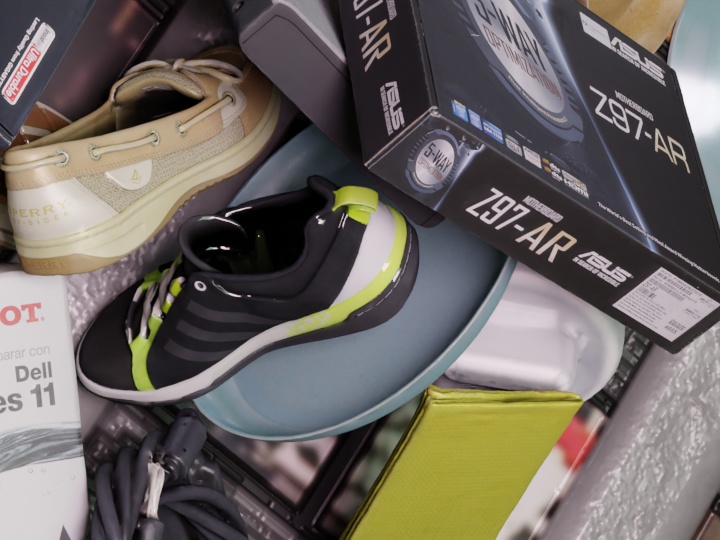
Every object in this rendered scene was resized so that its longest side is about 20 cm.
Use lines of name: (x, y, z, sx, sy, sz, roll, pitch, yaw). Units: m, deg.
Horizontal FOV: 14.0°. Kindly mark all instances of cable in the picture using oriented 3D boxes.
cable: (-0.081, 0.175, 1.374, 0.050, 0.163, 0.201, -4, 111, 13)

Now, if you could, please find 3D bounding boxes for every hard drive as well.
hard drive: (-0.022, -0.117, 1.369, 0.033, 0.200, 0.140, -40, 122, 11)

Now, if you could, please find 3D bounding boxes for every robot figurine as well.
robot figurine: (0.078, -0.008, 1.454, 0.112, 0.170, 0.201, 11, 50, -2)

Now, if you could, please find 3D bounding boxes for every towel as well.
towel: (0.031, 0.123, 1.421, 0.086, 0.200, 0.018, 0, 48, -29)

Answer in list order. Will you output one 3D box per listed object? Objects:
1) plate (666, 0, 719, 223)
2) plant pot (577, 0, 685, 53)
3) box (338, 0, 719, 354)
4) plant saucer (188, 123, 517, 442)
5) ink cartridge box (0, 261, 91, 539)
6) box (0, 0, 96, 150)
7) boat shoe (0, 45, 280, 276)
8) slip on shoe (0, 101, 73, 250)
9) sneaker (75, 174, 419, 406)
plate: (0.256, -0.098, 1.631, 0.199, 0.026, 0.202, -1, 92, -31)
plant pot: (0.141, -0.203, 1.487, 0.200, 0.027, 0.201, -42, 138, -53)
box: (0.077, -0.069, 1.318, 0.200, 0.043, 0.161, 31, 34, -33)
plant saucer: (0.000, 0.000, 1.385, 0.027, 0.200, 0.201, 45, 69, -38)
ink cartridge box: (-0.202, 0.101, 1.327, 0.146, 0.083, 0.201, -8, 94, -31)
box: (-0.183, -0.171, 1.324, 0.159, 0.046, 0.201, 45, 50, -24)
boat shoe: (-0.100, -0.066, 1.358, 0.201, 0.073, 0.063, -43, 125, -49)
slip on shoe: (-0.191, -0.041, 1.351, 0.199, 0.060, 0.076, 11, 56, -47)
sneaker: (-0.065, -0.001, 1.351, 0.083, 0.199, 0.072, 38, 41, -40)
